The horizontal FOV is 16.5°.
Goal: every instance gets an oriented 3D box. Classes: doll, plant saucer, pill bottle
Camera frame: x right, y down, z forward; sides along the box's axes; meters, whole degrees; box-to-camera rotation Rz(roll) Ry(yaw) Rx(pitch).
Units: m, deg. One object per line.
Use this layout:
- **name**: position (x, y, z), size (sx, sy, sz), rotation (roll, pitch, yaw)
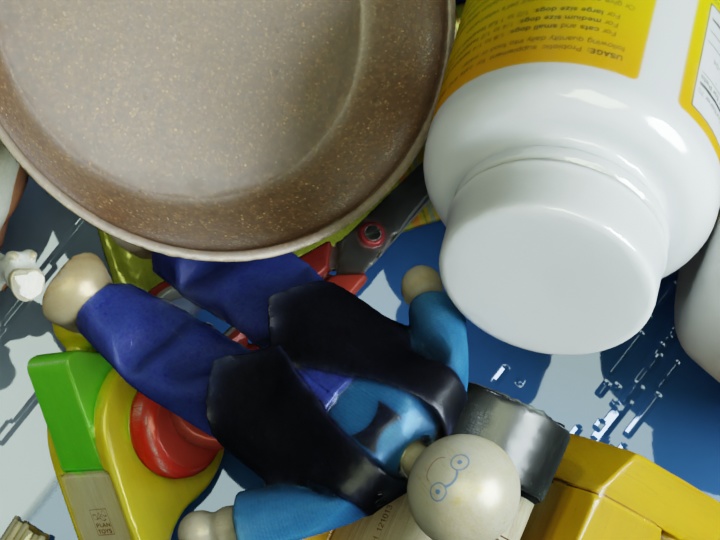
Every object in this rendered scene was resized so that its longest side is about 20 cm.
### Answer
- **doll**: position (-0.024, 0.044, 0.900), size (0.200, 0.049, 0.137), rotation (30, 73, 30)
- **plant saucer**: position (-0.061, -0.101, 0.917), size (0.199, 0.037, 0.202), rotation (4, 80, -25)
- **pill bottle**: position (0.086, -0.069, 0.924), size (0.109, 0.109, 0.201), rotation (17, 50, 0)

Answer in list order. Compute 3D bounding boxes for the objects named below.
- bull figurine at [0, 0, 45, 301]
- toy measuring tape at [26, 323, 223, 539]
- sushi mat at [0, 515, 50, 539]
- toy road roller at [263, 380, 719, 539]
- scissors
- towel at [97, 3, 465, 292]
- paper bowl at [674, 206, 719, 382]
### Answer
- **bull figurine**: position (-0.159, -0.027, 0.966), size (0.065, 0.121, 0.201), rotation (8, 92, -30)
- **toy measuring tape**: position (-0.077, 0.098, 0.998), size (0.073, 0.074, 0.201), rotation (-19, 100, -5)
- **sushi mat**: position (-0.167, 0.194, 0.969), size (0.012, 0.096, 0.200), rotation (40, 81, -38)
- **toy road roller**: position (0.043, 0.116, 0.980), size (0.200, 0.146, 0.123), rotation (30, 80, -36)
- **scissors**: position (0.000, 0.000, 0.989), size (0.199, 0.014, 0.073), rotation (-30, 72, -22)
- **towel**: position (-0.015, -0.050, 1.036), size (0.199, 0.018, 0.087), rotation (-17, 80, -4)
- **paper bowl**: position (0.184, -0.023, 0.947), size (0.104, 0.201, 0.202), rotation (16, 82, 2)
